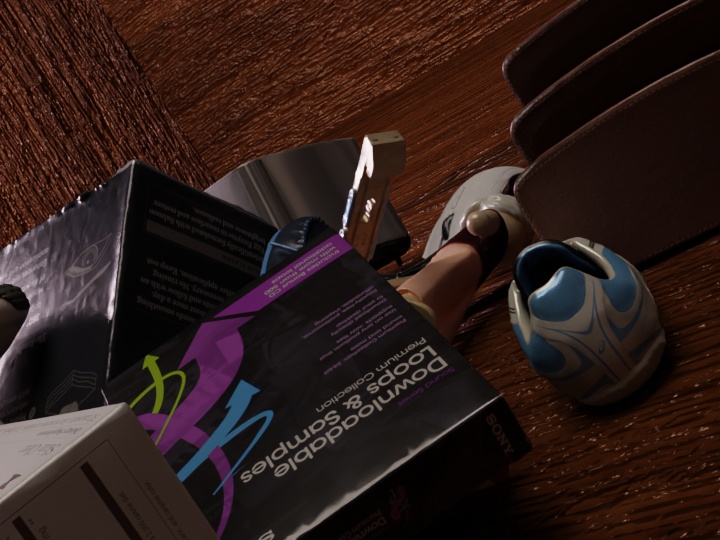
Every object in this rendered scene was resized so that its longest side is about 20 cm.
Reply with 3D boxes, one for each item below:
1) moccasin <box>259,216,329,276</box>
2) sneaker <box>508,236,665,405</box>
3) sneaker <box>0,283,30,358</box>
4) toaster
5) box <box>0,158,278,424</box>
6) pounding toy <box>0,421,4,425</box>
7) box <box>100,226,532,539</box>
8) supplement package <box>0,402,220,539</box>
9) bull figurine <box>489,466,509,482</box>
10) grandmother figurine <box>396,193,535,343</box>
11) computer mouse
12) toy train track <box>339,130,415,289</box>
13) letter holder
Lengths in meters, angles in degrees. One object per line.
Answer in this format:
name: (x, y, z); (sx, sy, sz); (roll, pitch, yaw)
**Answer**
moccasin: (-0.008, 0.044, 0.766); (0.068, 0.080, 0.201); (-35, 44, 27)
sneaker: (0.105, 0.009, 0.690); (0.072, 0.073, 0.200); (-34, 8, 6)
sneaker: (-0.251, 0.091, 0.800); (0.200, 0.087, 0.075); (-44, -16, 19)
toaster: (-0.070, -0.017, 1.141); (0.199, 0.119, 0.180); (-31, -5, 34)
box: (-0.157, 0.073, 0.828); (0.196, 0.117, 0.202); (-25, 52, 42)
pounding toy: (-0.220, 0.112, 0.678); (0.142, 0.199, 0.185); (-40, -20, -40)
box: (-0.030, 0.063, 0.594); (0.142, 0.036, 0.200); (-35, 30, -6)
supplement package: (-0.115, 0.146, 0.482); (0.111, 0.157, 0.199); (-39, 11, -29)
bull figurine: (-0.026, 0.103, 0.631); (0.199, 0.066, 0.121); (-7, 29, 47)
grandmother figurine: (0.063, 0.005, 0.903); (0.121, 0.061, 0.200); (-45, -2, 40)
computer mouse: (0.079, -0.037, 1.094); (0.109, 0.044, 0.200); (-26, 12, 45)
toy train track: (0.000, 0.000, 0.874); (0.114, 0.033, 0.201); (-11, -43, -26)
letter holder: (0.179, -0.102, 0.777); (0.199, 0.143, 0.101); (-28, 10, 29)
